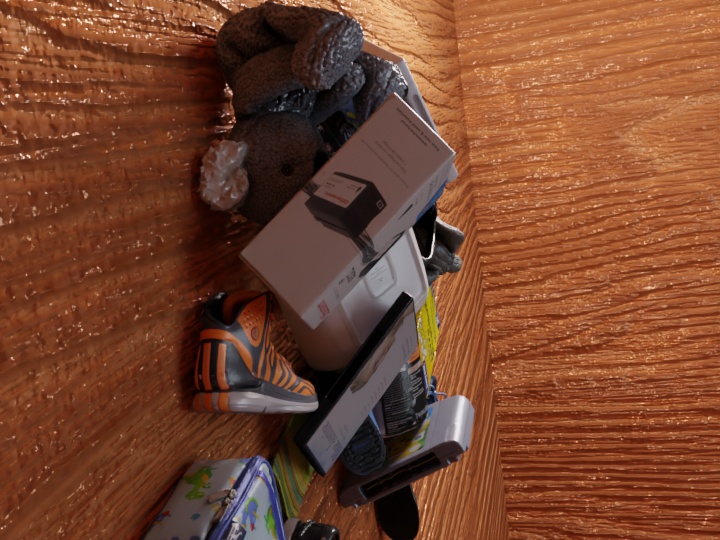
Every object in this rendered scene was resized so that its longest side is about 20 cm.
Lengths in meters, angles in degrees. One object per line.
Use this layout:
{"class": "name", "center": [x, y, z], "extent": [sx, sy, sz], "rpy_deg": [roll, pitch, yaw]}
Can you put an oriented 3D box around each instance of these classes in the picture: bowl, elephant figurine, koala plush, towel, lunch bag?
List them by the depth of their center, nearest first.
{"class": "lunch bag", "center": [-0.106, 0.265, 0.622], "extent": [0.161, 0.080, 0.205], "rpy_deg": [-59, 143, -69]}
{"class": "koala plush", "center": [-0.079, -0.138, 0.760], "extent": [0.177, 0.180, 0.205], "rpy_deg": [15, 92, -66]}
{"class": "bowl", "center": [0.000, 0.000, 0.897], "extent": [0.199, 0.074, 0.204], "rpy_deg": [-36, 117, -34]}
{"class": "towel", "center": [-0.067, 0.201, 0.902], "extent": [0.201, 0.018, 0.088], "rpy_deg": [-68, 150, -60]}
{"class": "elephant figurine", "center": [0.096, -0.041, 1.190], "extent": [0.142, 0.197, 0.157], "rpy_deg": [-48, -165, 46]}

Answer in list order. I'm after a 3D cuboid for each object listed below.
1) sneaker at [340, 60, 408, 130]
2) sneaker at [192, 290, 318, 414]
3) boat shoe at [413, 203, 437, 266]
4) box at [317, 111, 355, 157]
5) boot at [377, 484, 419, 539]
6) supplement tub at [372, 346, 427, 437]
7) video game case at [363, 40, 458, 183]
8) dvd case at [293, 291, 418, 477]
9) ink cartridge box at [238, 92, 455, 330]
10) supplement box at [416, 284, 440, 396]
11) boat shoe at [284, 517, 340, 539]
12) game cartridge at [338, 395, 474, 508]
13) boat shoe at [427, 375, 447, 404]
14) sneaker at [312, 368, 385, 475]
{"class": "sneaker", "center": [0.014, -0.209, 0.916], "extent": [0.071, 0.083, 0.200], "rpy_deg": [46, 3, -21]}
{"class": "sneaker", "center": [-0.091, 0.078, 0.735], "extent": [0.200, 0.076, 0.115], "rpy_deg": [35, 53, -71]}
{"class": "boat shoe", "center": [0.077, -0.075, 1.056], "extent": [0.066, 0.069, 0.203], "rpy_deg": [-46, -156, 45]}
{"class": "box", "center": [-0.016, -0.182, 1.027], "extent": [0.201, 0.049, 0.201], "rpy_deg": [57, 24, -19]}
{"class": "boot", "center": [0.072, 0.322, 1.279], "extent": [0.174, 0.067, 0.205], "rpy_deg": [-38, 119, -71]}
{"class": "supplement tub", "center": [0.023, 0.114, 1.059], "extent": [0.122, 0.119, 0.205], "rpy_deg": [-39, 122, -72]}
{"class": "video game case", "center": [0.047, -0.226, 1.042], "extent": [0.184, 0.023, 0.200], "rpy_deg": [58, -6, -35]}
{"class": "dvd case", "center": [0.002, 0.132, 0.870], "extent": [0.201, 0.017, 0.143], "rpy_deg": [-52, 159, -17]}
{"class": "ink cartridge box", "center": [-0.010, -0.047, 0.730], "extent": [0.084, 0.200, 0.145], "rpy_deg": [43, -6, 6]}
{"class": "supplement box", "center": [0.059, 0.100, 1.227], "extent": [0.201, 0.107, 0.111], "rpy_deg": [-69, 150, -57]}
{"class": "boat shoe", "center": [-0.060, 0.358, 0.775], "extent": [0.074, 0.059, 0.205], "rpy_deg": [54, 41, -61]}
{"class": "game cartridge", "center": [0.065, 0.246, 1.062], "extent": [0.041, 0.198, 0.133], "rpy_deg": [56, 22, -7]}
{"class": "boat shoe", "center": [0.098, 0.195, 1.313], "extent": [0.084, 0.068, 0.204], "rpy_deg": [35, 31, -64]}
{"class": "sneaker", "center": [-0.024, 0.157, 0.969], "extent": [0.078, 0.064, 0.205], "rpy_deg": [148, -73, -73]}
